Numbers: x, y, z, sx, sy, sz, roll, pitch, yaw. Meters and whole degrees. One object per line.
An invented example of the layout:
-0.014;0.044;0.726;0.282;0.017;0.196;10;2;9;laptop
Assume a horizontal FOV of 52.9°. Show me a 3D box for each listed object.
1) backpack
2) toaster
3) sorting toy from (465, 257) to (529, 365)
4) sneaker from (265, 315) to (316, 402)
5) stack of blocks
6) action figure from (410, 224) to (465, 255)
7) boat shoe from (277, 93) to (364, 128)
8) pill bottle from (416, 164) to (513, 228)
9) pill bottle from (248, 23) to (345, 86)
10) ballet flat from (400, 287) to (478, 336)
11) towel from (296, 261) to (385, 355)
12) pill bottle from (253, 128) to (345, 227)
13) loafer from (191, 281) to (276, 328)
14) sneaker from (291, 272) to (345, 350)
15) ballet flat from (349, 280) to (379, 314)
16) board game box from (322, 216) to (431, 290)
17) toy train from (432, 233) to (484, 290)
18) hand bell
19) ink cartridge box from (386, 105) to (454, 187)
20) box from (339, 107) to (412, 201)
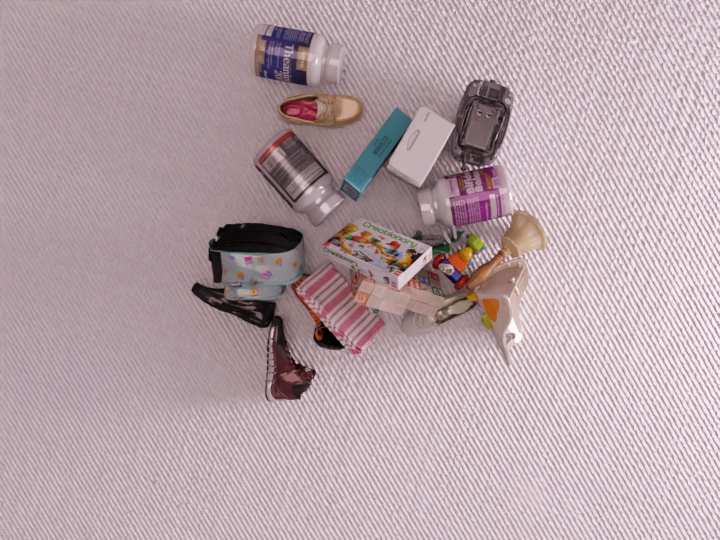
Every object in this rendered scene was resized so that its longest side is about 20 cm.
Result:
-0.216;-0.022;1.589;0.195;0.176;0.157;-6;111;6;backpack
0.254;-0.301;1.551;0.111;0.129;0.204;15;95;4;toaster
0.311;0.100;1.568;0.105;0.200;0.183;-10;108;28;sorting toy
-0.156;0.204;1.657;0.113;0.076;0.205;4;105;-1;sneaker
0.078;0.036;1.552;0.196;0.116;0.059;17;123;-18;stack of blocks
0.118;-0.055;1.583;0.197;0.118;0.056;-14;101;39;action figure
-0.089;-0.354;1.603;0.195;0.069;0.076;-3;94;5;boat shoe
0.224;-0.156;1.573;0.196;0.112;0.115;-12;93;5;pill bottle
-0.136;-0.465;1.577;0.196;0.111;0.114;11;95;4;pill bottle
0.180;0.092;1.619;0.197;0.069;0.071;-24;92;6;ballet flat
-0.039;0.079;1.599;0.200;0.146;0.030;48;125;-1;towel
-0.133;-0.201;1.595;0.116;0.116;0.201;-42;91;6;pill bottle
-0.288;0.066;1.655;0.197;0.068;0.072;23;88;-3;loafer
-0.089;0.093;1.609;0.199;0.112;0.078;42;118;1;sneaker
0.000;0.000;1.634;0.063;0.075;0.205;-12;89;36;ballet flat
0.034;-0.039;1.507;0.198;0.126;0.035;24;135;30;board game box
0.219;-0.031;1.541;0.085;0.200;0.116;43;90;7;toy train
0.296;-0.028;1.548;0.199;0.104;0.105;-39;91;-15;hand bell
0.125;-0.255;1.529;0.084;0.200;0.146;30;96;2;ink cartridge box
0.034;-0.250;1.567;0.049;0.082;0.201;36;78;-1;box
